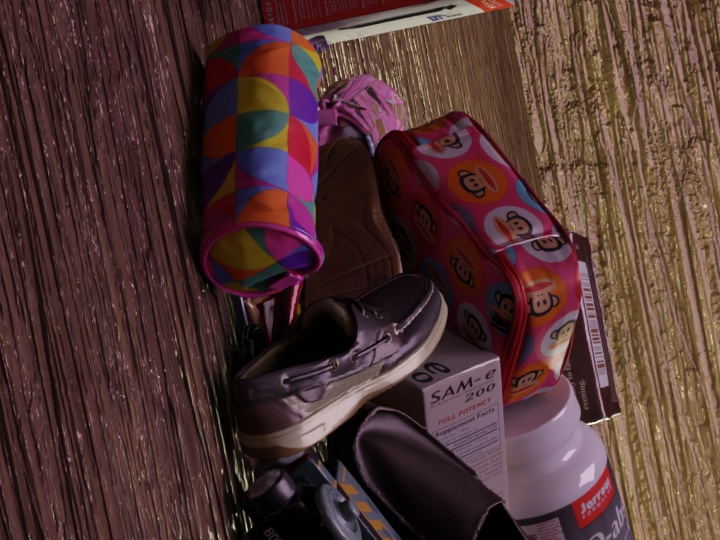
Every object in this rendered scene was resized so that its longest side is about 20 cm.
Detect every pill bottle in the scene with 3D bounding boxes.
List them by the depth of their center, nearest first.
[{"bbox_3d":[0.141,0.182,1.779,0.116,0.116,0.200,-82,156,-60],"label":"pill bottle"}]

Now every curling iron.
[{"bbox_3d":[-0.051,-0.003,1.577,0.050,0.026,0.200,49,46,-48],"label":"curling iron"}]

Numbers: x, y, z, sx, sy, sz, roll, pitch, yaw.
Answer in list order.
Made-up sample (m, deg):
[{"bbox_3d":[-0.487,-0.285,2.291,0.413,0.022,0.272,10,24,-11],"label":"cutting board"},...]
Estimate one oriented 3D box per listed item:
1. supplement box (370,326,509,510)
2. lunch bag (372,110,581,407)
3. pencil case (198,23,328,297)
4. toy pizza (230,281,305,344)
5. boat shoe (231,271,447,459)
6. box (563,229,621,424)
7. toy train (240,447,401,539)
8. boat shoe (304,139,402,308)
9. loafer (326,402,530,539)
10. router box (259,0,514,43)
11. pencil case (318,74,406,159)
[{"bbox_3d":[0.042,0.137,1.706,0.126,0.073,0.200,29,-48,49],"label":"supplement box"},{"bbox_3d":[0.079,0.002,1.722,0.200,0.082,0.176,54,-29,33],"label":"lunch bag"},{"bbox_3d":[-0.063,-0.075,1.557,0.088,0.088,0.200,68,18,-47],"label":"pencil case"},{"bbox_3d":[-0.055,0.012,1.657,0.200,0.032,0.200,-11,90,-79],"label":"toy pizza"},{"bbox_3d":[-0.011,0.049,1.533,0.200,0.073,0.065,-43,128,-43],"label":"boat shoe"},{"bbox_3d":[0.108,0.064,2.013,0.164,0.200,0.166,4,76,-79],"label":"box"},{"bbox_3d":[-0.005,0.197,1.516,0.200,0.085,0.114,51,14,-16],"label":"toy train"},{"bbox_3d":[0.000,0.000,1.681,0.069,0.071,0.200,67,15,-52],"label":"boat shoe"},{"bbox_3d":[0.063,0.158,1.572,0.200,0.071,0.073,42,60,-15],"label":"loafer"},{"bbox_3d":[0.024,-0.228,1.912,0.200,0.179,0.049,-16,95,-79],"label":"router box"},{"bbox_3d":[-0.013,-0.104,1.869,0.083,0.087,0.200,48,14,-3],"label":"pencil case"}]
